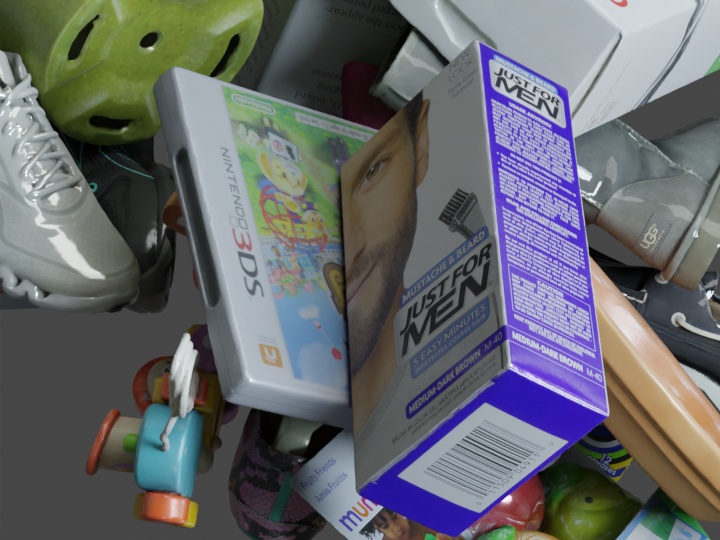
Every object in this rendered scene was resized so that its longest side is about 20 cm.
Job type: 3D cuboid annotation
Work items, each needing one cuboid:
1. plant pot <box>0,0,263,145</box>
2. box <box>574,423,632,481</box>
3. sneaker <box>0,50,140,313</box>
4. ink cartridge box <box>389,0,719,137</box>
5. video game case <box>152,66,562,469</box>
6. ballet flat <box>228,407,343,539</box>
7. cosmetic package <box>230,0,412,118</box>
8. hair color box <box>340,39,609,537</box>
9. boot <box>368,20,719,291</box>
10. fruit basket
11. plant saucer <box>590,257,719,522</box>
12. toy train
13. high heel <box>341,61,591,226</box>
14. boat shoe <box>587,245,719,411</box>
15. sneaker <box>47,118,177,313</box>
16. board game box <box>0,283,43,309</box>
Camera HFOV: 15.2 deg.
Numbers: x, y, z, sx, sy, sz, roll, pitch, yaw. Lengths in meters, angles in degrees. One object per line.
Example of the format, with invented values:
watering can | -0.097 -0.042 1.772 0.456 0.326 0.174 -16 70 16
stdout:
plant pot | -0.150 -0.172 1.426 0.200 0.201 0.184 -6 46 -41
box | 0.075 0.030 1.484 0.199 0.064 0.070 31 21 0
sneaker | -0.179 -0.058 1.342 0.200 0.081 0.075 44 34 18
ink cartridge box | 0.119 -0.161 1.410 0.146 0.084 0.200 44 38 15
video game case | 0.000 0.000 1.299 0.199 0.022 0.183 15 47 -38
ballet flat | -0.024 0.059 1.379 0.069 0.071 0.200 23 33 -7
cosmetic package | 0.002 -0.139 1.551 0.164 0.200 0.165 11 37 -23
hair color box | 0.048 0.006 1.231 0.065 0.109 0.201 27 40 -27
boot | 0.109 -0.080 1.444 0.199 0.073 0.182 27 21 2
fruit basket | 0.083 0.126 1.331 0.200 0.094 0.185 45 34 5
plant saucer | 0.129 0.049 1.319 0.200 0.037 0.200 49 7 -8
toy train | -0.091 0.033 1.306 0.055 0.151 0.200 8 32 6
high heel | 0.075 -0.072 1.496 0.200 0.067 0.096 3 60 -48
boat shoe | 0.178 0.027 1.456 0.200 0.060 0.074 33 20 2
sneaker | -0.144 -0.042 1.446 0.079 0.076 0.200 1 33 -15
board game box | -0.273 -0.058 1.381 0.199 0.041 0.200 -3 44 -40
